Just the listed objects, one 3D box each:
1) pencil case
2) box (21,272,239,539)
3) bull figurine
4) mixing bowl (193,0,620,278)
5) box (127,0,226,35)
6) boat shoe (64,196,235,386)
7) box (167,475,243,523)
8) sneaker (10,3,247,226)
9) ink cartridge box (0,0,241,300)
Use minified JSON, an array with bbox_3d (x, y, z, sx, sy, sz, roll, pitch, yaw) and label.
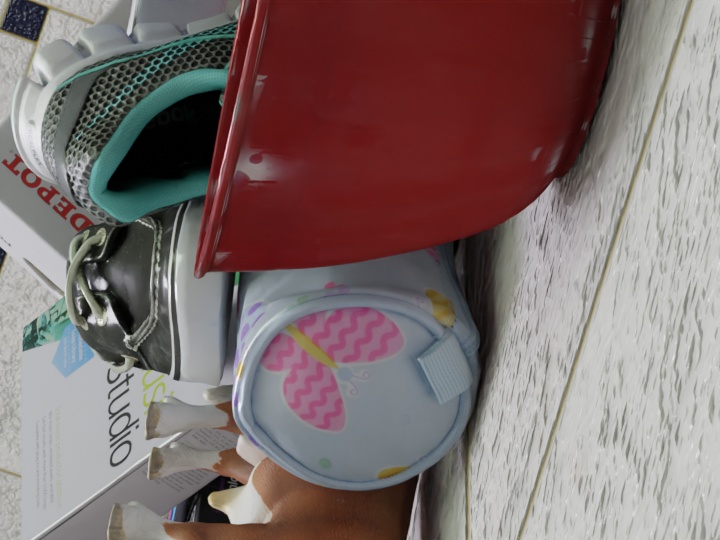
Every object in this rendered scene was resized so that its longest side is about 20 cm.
[{"bbox_3d":[0.000,0.000,0.918,0.200,0.090,0.083,-87,-10,-62],"label":"pencil case"},{"bbox_3d":[-0.074,0.030,1.091,0.200,0.036,0.145,-36,38,22],"label":"box"},{"bbox_3d":[-0.029,0.102,0.884,0.200,0.121,0.065,-76,-4,-67],"label":"bull figurine"},{"bbox_3d":[0.019,-0.086,0.748,0.200,0.108,0.201,-170,90,-85],"label":"mixing bowl"},{"bbox_3d":[-0.067,-0.195,1.061,0.156,0.041,0.201,-148,67,-82],"label":"box"},{"bbox_3d":[-0.085,0.011,0.955,0.200,0.063,0.071,136,139,-78],"label":"boat shoe"},{"bbox_3d":[-0.069,0.111,1.137,0.143,0.036,0.200,110,167,-49],"label":"box"},{"bbox_3d":[-0.025,-0.065,0.884,0.091,0.200,0.078,-122,10,-61],"label":"sneaker"},{"bbox_3d":[-0.088,-0.067,1.238,0.200,0.147,0.083,-49,2,-14],"label":"ink cartridge box"}]
